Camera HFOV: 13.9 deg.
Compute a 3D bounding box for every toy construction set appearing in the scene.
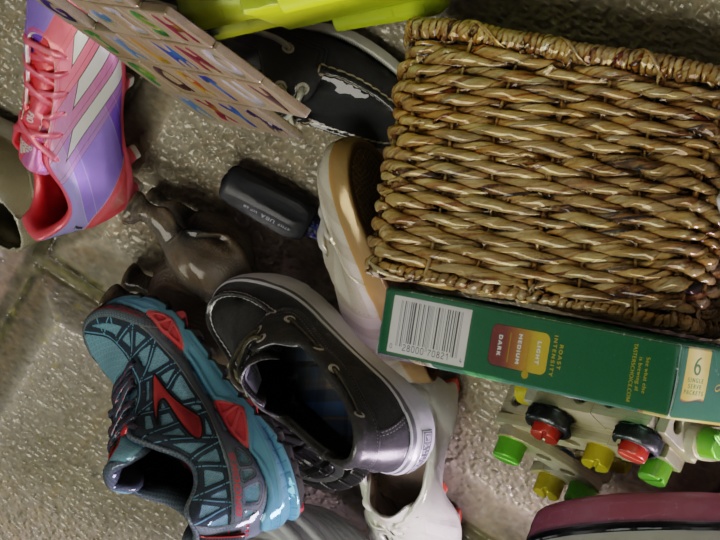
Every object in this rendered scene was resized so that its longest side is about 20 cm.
[{"bbox_3d":[0.164,0.095,1.739,0.200,0.092,0.131,-6,148,32],"label":"toy construction set"}]

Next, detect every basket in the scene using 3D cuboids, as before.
[{"bbox_3d":[0.120,-0.050,1.642,0.200,0.143,0.149,9,90,18],"label":"basket"}]

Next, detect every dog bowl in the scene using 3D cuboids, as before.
[{"bbox_3d":[0.187,0.180,1.769,0.200,0.074,0.200,1,168,0],"label":"dog bowl"}]

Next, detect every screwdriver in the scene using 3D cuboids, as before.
[{"bbox_3d":[0.006,-0.012,1.798,0.200,0.028,0.029,24,109,-1],"label":"screwdriver"}]

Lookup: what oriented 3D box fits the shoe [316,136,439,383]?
[{"bbox_3d":[0.000,0.000,1.740,0.053,0.070,0.200,-2,138,16],"label":"shoe"}]

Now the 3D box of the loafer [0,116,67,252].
[{"bbox_3d":[-0.269,-0.074,1.859,0.200,0.068,0.076,23,137,10],"label":"loafer"}]

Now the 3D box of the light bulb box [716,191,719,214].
[{"bbox_3d":[0.319,0.000,1.546,0.198,0.125,0.200,-2,127,33],"label":"light bulb box"}]

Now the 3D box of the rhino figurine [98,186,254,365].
[{"bbox_3d":[-0.118,0.028,1.876,0.087,0.060,0.200,28,139,8],"label":"rhino figurine"}]

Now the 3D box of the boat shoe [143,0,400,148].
[{"bbox_3d":[-0.055,-0.117,1.699,0.200,0.060,0.074,30,139,1],"label":"boat shoe"}]

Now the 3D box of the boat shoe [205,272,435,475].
[{"bbox_3d":[-0.040,0.061,1.728,0.200,0.066,0.070,41,122,41],"label":"boat shoe"}]

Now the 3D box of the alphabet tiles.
[{"bbox_3d":[-0.107,-0.120,1.605,0.167,0.008,0.200,36,172,-27],"label":"alphabet tiles"}]

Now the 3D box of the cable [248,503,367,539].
[{"bbox_3d":[-0.044,0.249,1.965,0.200,0.069,0.200,-21,77,52],"label":"cable"}]

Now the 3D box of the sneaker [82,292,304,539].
[{"bbox_3d":[-0.122,0.090,1.784,0.200,0.095,0.079,44,148,36],"label":"sneaker"}]

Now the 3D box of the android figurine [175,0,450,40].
[{"bbox_3d":[0.007,-0.157,1.562,0.200,0.182,0.041,-11,88,8],"label":"android figurine"}]

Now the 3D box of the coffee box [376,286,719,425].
[{"bbox_3d":[0.122,0.048,1.622,0.200,0.123,0.044,10,90,37],"label":"coffee box"}]

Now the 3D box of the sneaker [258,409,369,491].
[{"bbox_3d":[-0.035,0.094,1.855,0.076,0.091,0.200,39,150,-14],"label":"sneaker"}]

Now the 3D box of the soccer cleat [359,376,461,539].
[{"bbox_3d":[0.027,0.145,1.888,0.069,0.078,0.200,17,136,16],"label":"soccer cleat"}]

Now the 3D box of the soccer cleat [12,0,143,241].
[{"bbox_3d":[-0.178,-0.102,1.764,0.067,0.076,0.200,40,150,35],"label":"soccer cleat"}]
